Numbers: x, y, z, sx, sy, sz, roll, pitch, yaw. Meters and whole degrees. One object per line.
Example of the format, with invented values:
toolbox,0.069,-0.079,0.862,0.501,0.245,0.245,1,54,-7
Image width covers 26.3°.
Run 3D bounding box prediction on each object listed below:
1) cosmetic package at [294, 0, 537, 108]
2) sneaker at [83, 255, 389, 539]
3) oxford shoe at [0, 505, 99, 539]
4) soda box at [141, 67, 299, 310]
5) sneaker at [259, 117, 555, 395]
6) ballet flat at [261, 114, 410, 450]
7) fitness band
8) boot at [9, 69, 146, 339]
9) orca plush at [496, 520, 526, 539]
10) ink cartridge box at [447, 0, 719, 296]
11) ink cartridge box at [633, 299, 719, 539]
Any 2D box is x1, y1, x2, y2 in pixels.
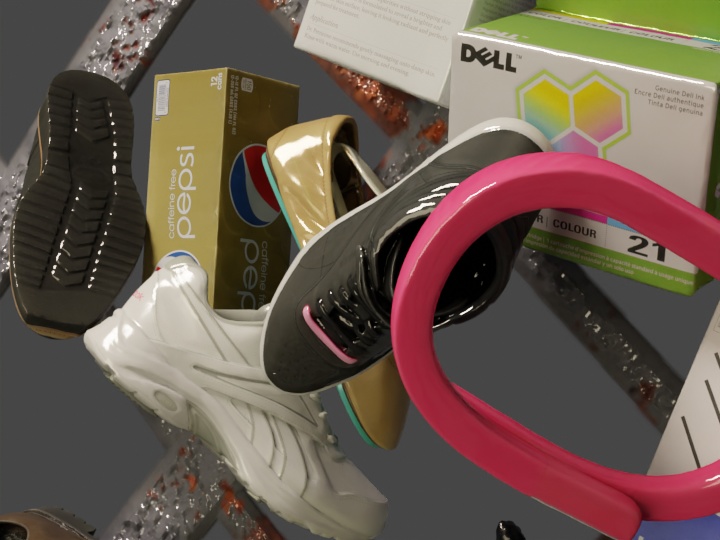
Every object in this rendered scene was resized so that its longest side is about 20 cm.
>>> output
cosmetic package,0.055,-0.193,0.832,0.113,0.081,0.200,28,101,34
sneaker,-0.048,0.069,0.844,0.099,0.200,0.078,-50,17,-5
oxford shoe,-0.172,0.202,0.961,0.200,0.084,0.073,10,90,35
soda box,-0.085,-0.016,0.924,0.064,0.068,0.200,1,87,39
sneaker,0.006,0.010,0.735,0.071,0.099,0.200,46,120,-6
ballet flat,0.000,0.000,0.866,0.063,0.069,0.200,-26,72,16
fitness band,0.109,0.034,0.667,0.200,0.037,0.144,30,104,-12
boot,-0.188,-0.008,0.958,0.200,0.077,0.138,-87,22,-43
orca plush,0.123,0.157,0.688,0.200,0.071,0.105,29,88,49
ink cartridge box,0.122,-0.108,0.737,0.148,0.076,0.200,18,119,36
ink cartridge box,0.186,0.109,0.730,0.094,0.044,0.200,27,102,36
